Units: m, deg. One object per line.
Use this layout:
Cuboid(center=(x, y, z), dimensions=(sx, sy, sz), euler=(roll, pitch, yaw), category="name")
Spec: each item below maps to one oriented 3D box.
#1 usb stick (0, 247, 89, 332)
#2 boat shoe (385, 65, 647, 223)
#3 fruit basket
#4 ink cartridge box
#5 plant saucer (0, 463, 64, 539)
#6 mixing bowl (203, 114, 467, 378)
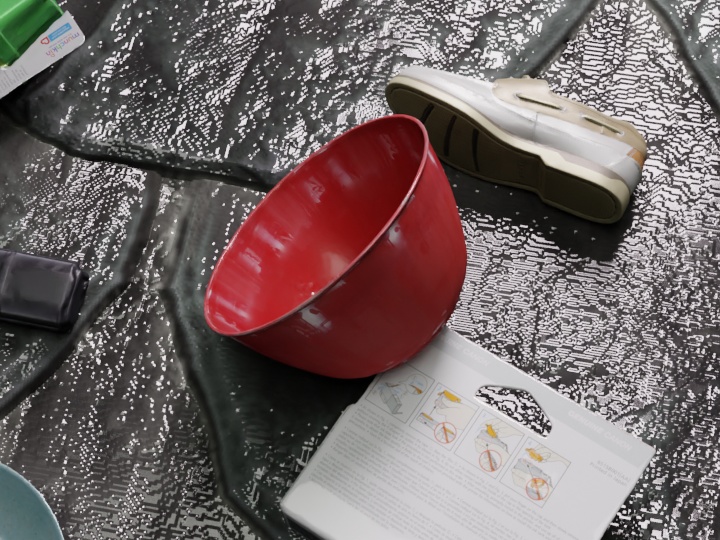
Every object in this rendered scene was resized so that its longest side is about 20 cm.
Cuboid(center=(-0.301, 0.004, 1.273), dimensions=(0.199, 0.033, 0.056), euler=(10, 73, 9), category="usb stick")
Cuboid(center=(0.117, -0.106, 1.277), dimensions=(0.199, 0.075, 0.069), euler=(27, 63, 8), category="boat shoe")
Cuboid(center=(-0.337, -0.185, 1.348), dimensions=(0.200, 0.094, 0.185), euler=(-39, 67, 3), category="fruit basket")
Cuboid(center=(0.073, 0.149, 1.171), dimensions=(0.200, 0.044, 0.174), euler=(30, 70, 17), category="ink cartridge box")
Cuboid(center=(-0.293, 0.223, 1.166), dimensions=(0.200, 0.039, 0.202), euler=(-1, 65, 3), category="plant saucer")
Cuboid(center=(0.000, 0.000, 1.188), dimensions=(0.200, 0.108, 0.200), euler=(-35, 27, 20), category="mixing bowl")
